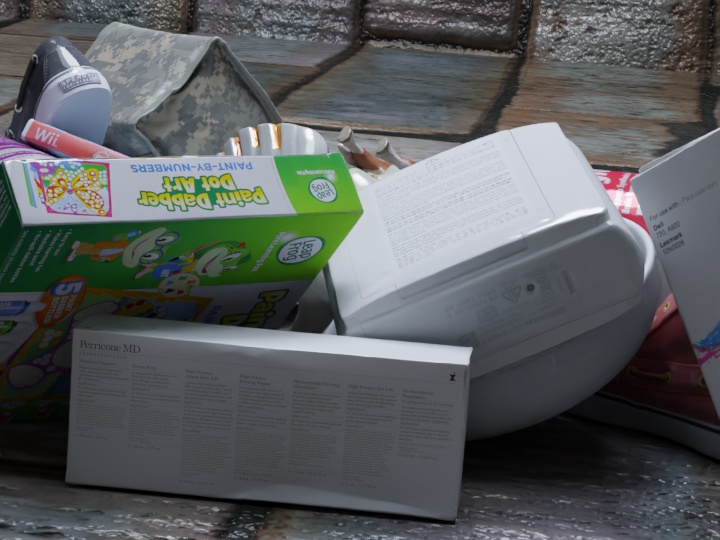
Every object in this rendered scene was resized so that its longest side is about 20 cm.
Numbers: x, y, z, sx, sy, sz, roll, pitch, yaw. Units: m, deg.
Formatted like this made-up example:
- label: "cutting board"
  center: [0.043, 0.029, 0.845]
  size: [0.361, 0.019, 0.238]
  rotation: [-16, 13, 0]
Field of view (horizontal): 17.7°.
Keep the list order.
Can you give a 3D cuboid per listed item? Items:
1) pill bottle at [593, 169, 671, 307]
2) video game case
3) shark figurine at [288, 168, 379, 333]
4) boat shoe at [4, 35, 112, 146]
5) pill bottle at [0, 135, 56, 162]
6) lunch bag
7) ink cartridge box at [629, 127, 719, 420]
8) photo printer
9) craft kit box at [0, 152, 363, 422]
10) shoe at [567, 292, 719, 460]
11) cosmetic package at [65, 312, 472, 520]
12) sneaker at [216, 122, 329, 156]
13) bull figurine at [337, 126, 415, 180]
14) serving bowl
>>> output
- label: "pill bottle"
  center: [0.135, -0.017, 1.605]
  size: [0.200, 0.112, 0.112]
  rotation: [7, 12, 15]
- label: "video game case"
  center: [-0.124, -0.038, 1.590]
  size: [0.200, 0.017, 0.143]
  rotation: [21, -14, 22]
- label: "shark figurine"
  center: [0.010, 0.011, 1.498]
  size: [0.128, 0.090, 0.215]
  rotation: [14, 26, 4]
- label: "boat shoe"
  center: [-0.229, -0.091, 1.662]
  size: [0.070, 0.200, 0.066]
  rotation: [-17, 62, -26]
- label: "pill bottle"
  center: [-0.254, -0.037, 1.565]
  size: [0.112, 0.112, 0.200]
  rotation: [-3, 14, -31]
- label: "lunch bag"
  center: [-0.125, -0.077, 1.736]
  size: [0.118, 0.200, 0.164]
  rotation: [-49, 33, -18]
- label: "ink cartridge box"
  center: [0.246, 0.020, 1.215]
  size: [0.145, 0.200, 0.084]
  rotation: [-7, -17, -43]
- label: "photo printer"
  center: [0.060, -0.012, 1.283]
  size: [0.166, 0.069, 0.200]
  rotation: [-23, 21, 2]
- label: "craft kit box"
  center: [-0.127, 0.012, 1.235]
  size: [0.197, 0.200, 0.049]
  rotation: [-6, 60, -33]
- label: "shoe"
  center: [0.183, 0.047, 1.351]
  size: [0.071, 0.091, 0.200]
  rotation: [-5, 15, -39]
- label: "cosmetic package"
  center: [-0.046, 0.072, 1.175]
  size: [0.200, 0.083, 0.051]
  rotation: [6, 12, 5]
- label: "sneaker"
  center: [-0.063, -0.013, 1.352]
  size: [0.077, 0.200, 0.078]
  rotation: [19, 48, -21]
- label: "bull figurine"
  center: [0.041, -0.059, 1.854]
  size: [0.121, 0.065, 0.200]
  rotation: [35, -14, -29]
- label: "serving bowl"
  center: [0.081, 0.042, 1.322]
  size: [0.200, 0.066, 0.200]
  rotation: [-19, 22, 8]
